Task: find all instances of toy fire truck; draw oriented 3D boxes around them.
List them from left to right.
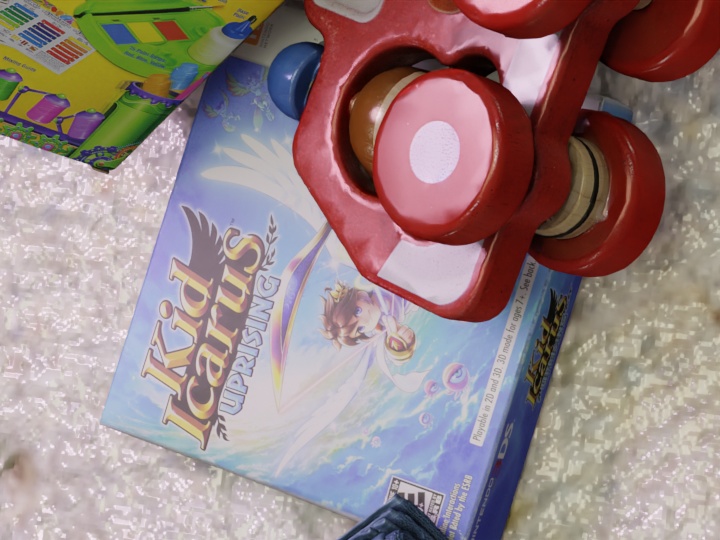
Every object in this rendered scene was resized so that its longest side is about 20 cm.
[{"bbox_3d":[0.040,-0.090,1.101,0.168,0.112,0.201,28,101,41],"label":"toy fire truck"}]

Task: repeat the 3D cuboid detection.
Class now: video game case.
[{"bbox_3d":[0.000,0.000,1.186,0.180,0.045,0.201,18,91,24],"label":"video game case"}]

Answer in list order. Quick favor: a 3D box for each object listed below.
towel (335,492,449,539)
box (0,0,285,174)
[{"bbox_3d":[-0.023,0.191,1.156,0.200,0.049,0.112,-39,92,20],"label":"towel"},{"bbox_3d":[-0.135,-0.166,1.133,0.192,0.199,0.123,-40,43,37],"label":"box"}]
